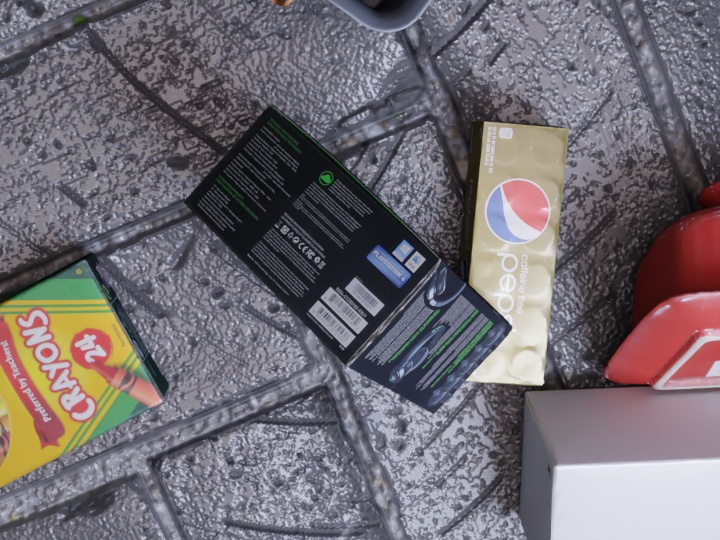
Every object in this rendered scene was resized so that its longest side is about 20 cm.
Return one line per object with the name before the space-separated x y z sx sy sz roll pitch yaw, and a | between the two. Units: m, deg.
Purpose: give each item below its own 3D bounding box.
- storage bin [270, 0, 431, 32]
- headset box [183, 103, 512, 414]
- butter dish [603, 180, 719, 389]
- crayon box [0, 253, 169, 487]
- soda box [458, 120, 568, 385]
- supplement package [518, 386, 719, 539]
storage bin | -0.030 -0.257 0.920 0.200 0.134 0.146 34 94 -6
headset box | 0.000 0.000 0.903 0.093 0.200 0.174 -47 64 2
butter dish | 0.289 0.000 0.968 0.200 0.199 0.148 -3 68 -5
crayon box | -0.266 0.089 0.989 0.200 0.051 0.127 -28 98 1
soda box | 0.114 -0.014 0.995 0.068 0.064 0.200 4 97 -4
supplement package | 0.232 0.166 0.986 0.200 0.120 0.121 -2 113 -4
